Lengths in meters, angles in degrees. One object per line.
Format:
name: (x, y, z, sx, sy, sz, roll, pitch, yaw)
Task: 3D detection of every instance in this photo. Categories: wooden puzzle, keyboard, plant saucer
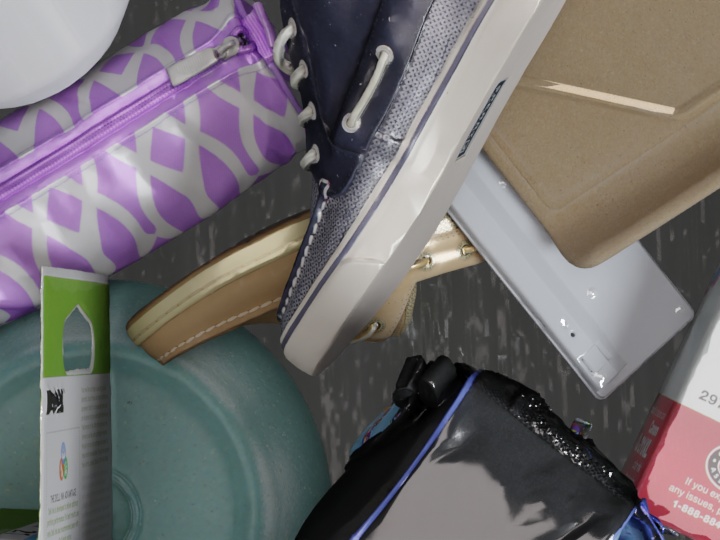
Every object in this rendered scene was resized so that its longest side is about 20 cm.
wooden puzzle: (0.097, -0.125, 0.937, 0.185, 0.037, 0.200, -34, 97, 27)
keyboard: (0.058, -0.040, 0.991, 0.056, 0.011, 0.200, -42, 99, -16)
plant saucer: (-0.112, 0.104, 1.039, 0.199, 0.036, 0.201, 0, 88, 4)

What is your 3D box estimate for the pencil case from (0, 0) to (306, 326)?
pencil case: (-0.110, -0.044, 1.017, 0.200, 0.085, 0.084, -33, 84, 3)

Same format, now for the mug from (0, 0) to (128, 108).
mug: (-0.167, -0.158, 0.978, 0.149, 0.153, 0.187, -23, 48, 9)

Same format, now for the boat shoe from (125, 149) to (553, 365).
boat shoe: (0.000, 0.000, 1.012, 0.199, 0.071, 0.065, -24, 93, -3)

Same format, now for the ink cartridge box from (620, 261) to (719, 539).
ink cartridge box: (0.212, 0.034, 0.995, 0.145, 0.083, 0.201, 25, 91, 4)

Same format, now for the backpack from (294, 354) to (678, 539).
backpack: (0.033, 0.131, 0.946, 0.134, 0.200, 0.183, 35, 90, 3)

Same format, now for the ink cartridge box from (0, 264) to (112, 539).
ink cartridge box: (-0.145, 0.100, 0.950, 0.075, 0.148, 0.201, 1, 88, 5)

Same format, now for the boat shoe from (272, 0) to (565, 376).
boat shoe: (-0.001, -0.063, 0.937, 0.093, 0.075, 0.201, 33, 106, 9)
